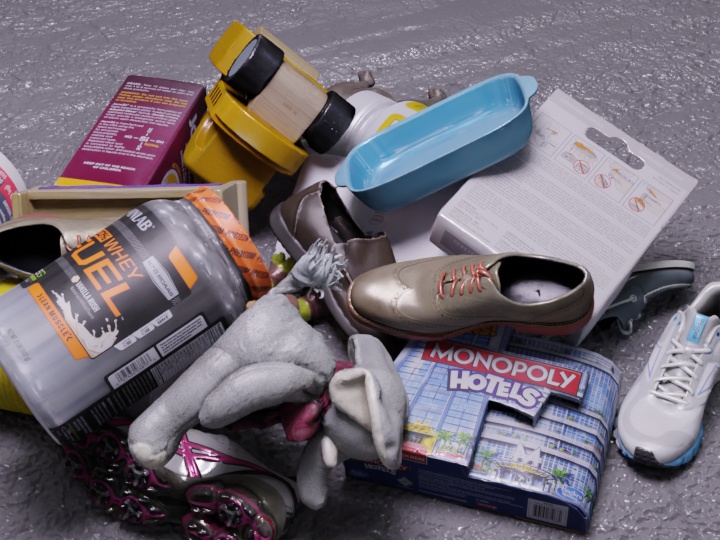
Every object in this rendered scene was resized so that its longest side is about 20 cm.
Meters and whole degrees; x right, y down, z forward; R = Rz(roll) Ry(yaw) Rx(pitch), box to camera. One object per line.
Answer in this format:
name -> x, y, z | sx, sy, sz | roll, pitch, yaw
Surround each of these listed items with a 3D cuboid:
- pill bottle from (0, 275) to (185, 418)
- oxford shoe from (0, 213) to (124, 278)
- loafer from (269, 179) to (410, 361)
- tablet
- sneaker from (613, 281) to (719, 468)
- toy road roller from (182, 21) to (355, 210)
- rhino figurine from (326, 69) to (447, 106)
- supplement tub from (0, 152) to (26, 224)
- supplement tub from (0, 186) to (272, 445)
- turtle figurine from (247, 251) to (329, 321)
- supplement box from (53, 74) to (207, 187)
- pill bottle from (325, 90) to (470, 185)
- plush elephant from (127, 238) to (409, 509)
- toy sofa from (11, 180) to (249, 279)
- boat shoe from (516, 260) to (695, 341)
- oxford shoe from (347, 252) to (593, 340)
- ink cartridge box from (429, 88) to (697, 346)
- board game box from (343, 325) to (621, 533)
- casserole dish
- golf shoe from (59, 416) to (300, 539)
pill bottle -> -0.252, 0.068, 1.099 | 0.200, 0.111, 0.111 | 9, 40, 12
oxford shoe -> -0.211, -0.011, 1.077 | 0.200, 0.071, 0.075 | -1, 5, 9
loafer -> 0.000, 0.000, 1.161 | 0.200, 0.071, 0.073 | 48, 29, 12
tablet -> 0.016, -0.041, 1.227 | 0.200, 0.014, 0.130 | 10, 75, 30
sneaker -> 0.268, 0.080, 1.103 | 0.075, 0.087, 0.200 | 19, 44, 20
toy road roller -> -0.105, -0.149, 1.292 | 0.123, 0.146, 0.200 | 36, 9, -20
rhino figurine -> -0.013, -0.179, 1.439 | 0.200, 0.060, 0.087 | 15, 39, 20
supplement tub -> -0.400, -0.023, 1.187 | 0.140, 0.141, 0.200 | 9, 40, 11
supplement tub -> -0.174, 0.029, 0.989 | 0.200, 0.123, 0.123 | -35, 49, -14
turtle figurine -> -0.101, 0.043, 1.163 | 0.200, 0.065, 0.161 | 16, 30, 42
supplement box -> -0.218, -0.092, 1.294 | 0.085, 0.110, 0.200 | 8, 40, 9
pill bottle -> 0.066, -0.099, 1.299 | 0.200, 0.114, 0.114 | 30, 48, 31
plush elephant -> -0.037, 0.098, 0.967 | 0.155, 0.200, 0.165 | 45, 13, 5
toy sofa -> -0.197, -0.036, 1.159 | 0.200, 0.083, 0.098 | -1, 10, 12
boat shoe -> 0.220, 0.032, 1.197 | 0.200, 0.073, 0.062 | -10, 83, -22
oxford shoe -> 0.087, 0.010, 1.052 | 0.200, 0.075, 0.071 | -3, 66, 4
ink cartridge box -> 0.181, -0.052, 1.167 | 0.161, 0.050, 0.200 | 36, 56, 12
board game box -> 0.109, 0.096, 1.082 | 0.200, 0.062, 0.200 | 11, 50, 13
casserole dish -> 0.073, -0.111, 1.179 | 0.200, 0.039, 0.121 | -26, 26, 11
golf shoe -> -0.141, 0.159, 1.029 | 0.200, 0.073, 0.092 | 24, 28, 16
